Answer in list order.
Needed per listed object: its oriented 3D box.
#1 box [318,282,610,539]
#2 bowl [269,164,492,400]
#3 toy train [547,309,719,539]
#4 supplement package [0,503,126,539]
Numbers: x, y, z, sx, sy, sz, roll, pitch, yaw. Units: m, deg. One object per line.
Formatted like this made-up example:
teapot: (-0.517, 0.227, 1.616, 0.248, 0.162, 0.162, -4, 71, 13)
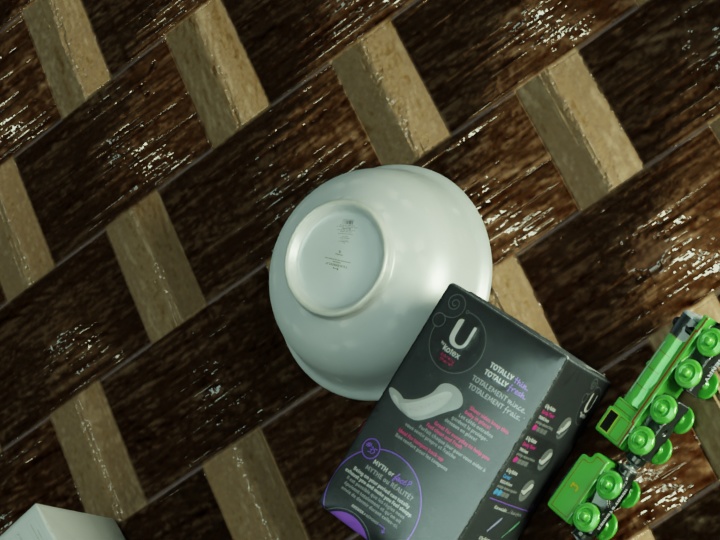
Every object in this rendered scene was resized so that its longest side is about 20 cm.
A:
box: (0.081, 0.132, 1.525, 0.122, 0.106, 0.201, 33, 93, 29)
bowl: (0.000, 0.000, 1.615, 0.199, 0.090, 0.203, -7, 74, 26)
toy train: (0.213, 0.115, 1.499, 0.056, 0.042, 0.201, 38, 96, 41)
supplement package: (-0.280, 0.309, 1.666, 0.200, 0.120, 0.122, -42, 63, 12)
